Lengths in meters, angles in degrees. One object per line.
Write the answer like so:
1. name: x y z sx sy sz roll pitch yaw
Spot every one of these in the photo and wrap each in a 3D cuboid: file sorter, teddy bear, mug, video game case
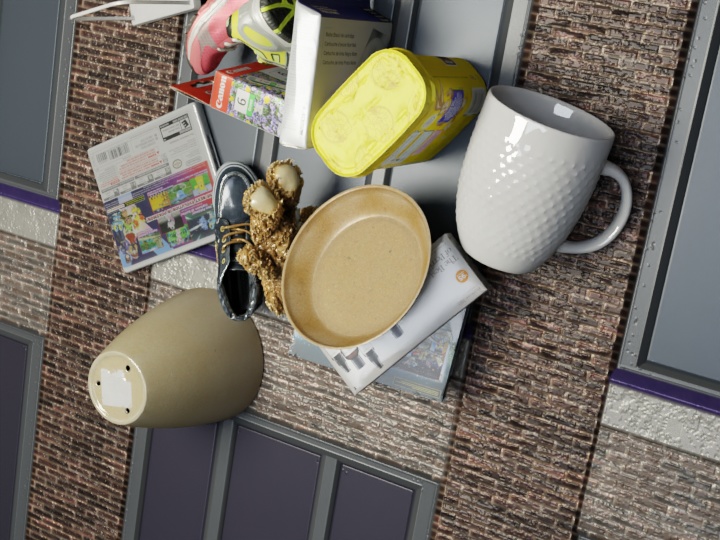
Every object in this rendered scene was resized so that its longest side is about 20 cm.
1. file sorter: -0.303 -0.427 1.422 0.138 0.124 0.203 -1 98 43
2. teddy bear: -0.101 -0.042 1.382 0.066 0.201 0.146 10 59 25
3. mug: 0.205 -0.087 1.236 0.198 0.148 0.177 16 114 -8
4. video game case: -0.273 -0.111 1.532 0.198 0.023 0.184 -18 90 27

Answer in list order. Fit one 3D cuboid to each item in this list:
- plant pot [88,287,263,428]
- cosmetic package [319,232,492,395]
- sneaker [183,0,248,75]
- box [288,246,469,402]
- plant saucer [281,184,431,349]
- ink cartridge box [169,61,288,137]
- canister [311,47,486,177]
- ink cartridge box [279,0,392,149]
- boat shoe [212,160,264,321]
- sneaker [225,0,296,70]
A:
1. plant pot: -0.257 0.132 1.462 0.185 0.200 0.190 5 101 26
2. cosmetic package: 0.049 0.051 1.291 0.200 0.051 0.083 -40 86 12
3. sneaker: -0.144 -0.302 1.343 0.087 0.074 0.201 44 124 10
4. box: 0.024 0.062 1.343 0.198 0.038 0.138 17 98 11
5. plant saucer: 0.000 0.000 1.274 0.198 0.035 0.202 -15 61 27
6. ink cartridge box: -0.127 -0.223 1.387 0.198 0.109 0.051 26 117 21
7. canister: 0.050 -0.178 1.255 0.148 0.200 0.087 -43 79 25
8. ink cartridge box: -0.022 -0.247 1.282 0.040 0.199 0.203 13 105 22
9. boat shoe: -0.154 -0.037 1.434 0.070 0.091 0.203 -5 100 0
10. sneaker: -0.081 -0.270 1.317 0.076 0.200 0.076 -9 69 29
